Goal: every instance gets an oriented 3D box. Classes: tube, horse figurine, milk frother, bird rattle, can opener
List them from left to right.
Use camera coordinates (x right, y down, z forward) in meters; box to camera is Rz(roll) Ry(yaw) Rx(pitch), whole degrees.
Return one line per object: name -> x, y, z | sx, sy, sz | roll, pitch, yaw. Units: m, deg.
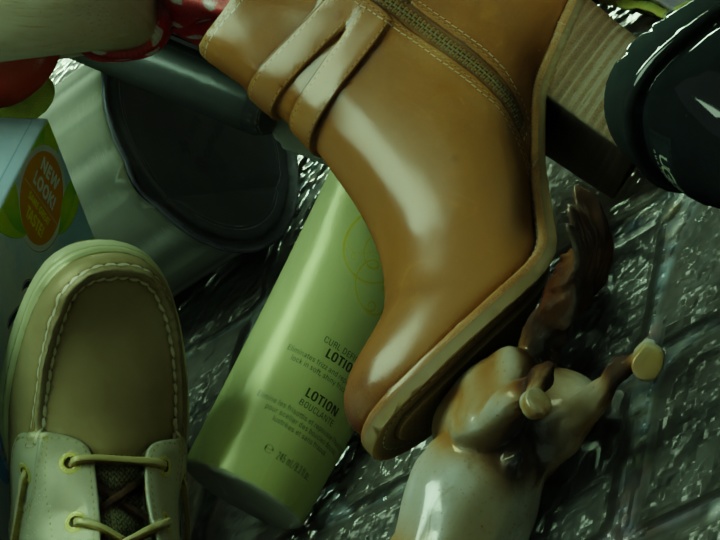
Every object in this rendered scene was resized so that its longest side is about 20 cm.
milk frother -> -0.153, -0.069, 1.257 | 0.188, 0.200, 0.181 | -31, 25, 35
bird rattle -> -0.127, -0.089, 1.057 | 0.199, 0.113, 0.163 | 5, 13, 29
can opener -> -0.039, -0.083, 1.134 | 0.066, 0.199, 0.053 | -26, -46, -66
tube -> 0.000, 0.000, 1.045 | 0.052, 0.058, 0.201 | 21, 71, 22
horse figurine -> 0.037, 0.074, 0.877 | 0.201, 0.050, 0.133 | -62, 8, -8

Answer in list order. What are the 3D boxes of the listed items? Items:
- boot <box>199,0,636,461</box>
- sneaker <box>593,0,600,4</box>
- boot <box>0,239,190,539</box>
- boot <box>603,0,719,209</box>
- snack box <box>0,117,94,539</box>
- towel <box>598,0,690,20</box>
boot -> 0.007, -0.043, 0.965 | 0.200, 0.155, 0.077 | -55, -8, -22
sneaker -> 0.062, -0.133, 1.130 | 0.087, 0.074, 0.200 | -10, 1, -5
boot -> -0.080, 0.100, 0.941 | 0.155, 0.072, 0.201 | -143, 58, -68
boot -> 0.186, -0.063, 0.808 | 0.200, 0.077, 0.168 | -37, 34, -5
snack box -> -0.149, 0.066, 1.046 | 0.067, 0.201, 0.169 | 7, 49, 19
towel -> 0.179, -0.161, 1.025 | 0.200, 0.023, 0.144 | -49, 23, 3
